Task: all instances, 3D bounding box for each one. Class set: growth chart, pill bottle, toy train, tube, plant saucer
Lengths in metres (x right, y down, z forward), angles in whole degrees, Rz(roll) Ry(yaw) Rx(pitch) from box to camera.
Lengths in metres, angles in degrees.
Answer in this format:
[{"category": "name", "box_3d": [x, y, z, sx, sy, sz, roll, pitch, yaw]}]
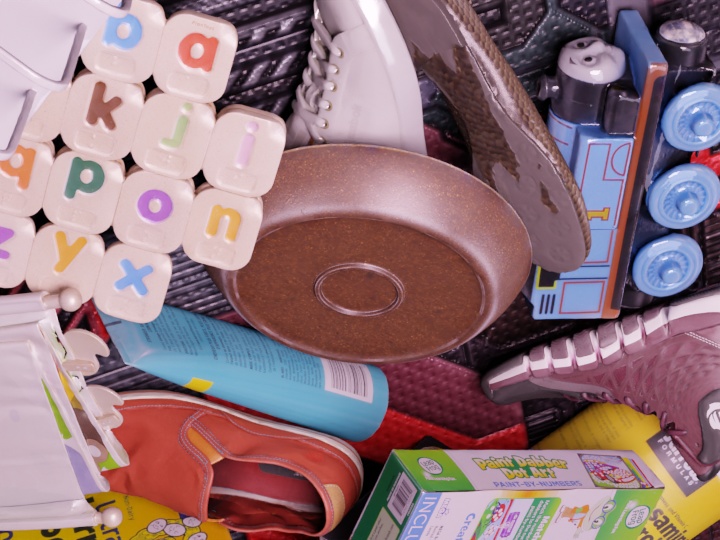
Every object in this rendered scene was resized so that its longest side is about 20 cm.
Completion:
[{"category": "growth chart", "box_3d": [-0.207, 0.089, 1.238, 0.144, 0.018, 0.200, 0, 129, 9]}, {"category": "pill bottle", "box_3d": [0.196, 0.130, 1.399, 0.200, 0.112, 0.112, -37, 129, 8]}, {"category": "toy train", "box_3d": [0.155, -0.061, 1.262, 0.114, 0.087, 0.201, -3, 126, -12]}, {"category": "tube", "box_3d": [-0.072, 0.058, 1.273, 0.200, 0.077, 0.050, 20, 107, -36]}, {"category": "plant saucer", "box_3d": [0.000, 0.000, 1.220, 0.199, 0.035, 0.201, 5, 145, 3]}]

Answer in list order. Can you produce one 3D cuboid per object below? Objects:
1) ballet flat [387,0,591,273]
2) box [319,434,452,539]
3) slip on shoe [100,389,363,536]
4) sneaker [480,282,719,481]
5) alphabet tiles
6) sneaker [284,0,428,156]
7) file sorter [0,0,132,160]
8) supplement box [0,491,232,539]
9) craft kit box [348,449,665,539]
[{"category": "ballet flat", "box_3d": [0.079, -0.088, 1.200, 0.067, 0.046, 0.200, -20, 109, 42]}, {"category": "box", "box_3d": [-0.001, 0.226, 1.378, 0.160, 0.044, 0.200, -36, 151, -55]}, {"category": "slip on shoe", "box_3d": [-0.099, 0.122, 1.279, 0.199, 0.061, 0.074, 10, 117, 6]}, {"category": "sneaker", "box_3d": [0.177, 0.085, 1.320, 0.199, 0.116, 0.076, -20, 179, 28]}, {"category": "alphabet tiles", "box_3d": [-0.147, -0.065, 1.143, 0.199, 0.015, 0.196, 15, 121, -6]}, {"category": "sneaker", "box_3d": [-0.012, -0.091, 1.179, 0.084, 0.073, 0.200, -21, 131, -9]}, {"category": "file sorter", "box_3d": [-0.219, -0.107, 1.032, 0.139, 0.125, 0.200, 36, 109, -16]}, {"category": "supplement box", "box_3d": [-0.174, 0.217, 1.324, 0.199, 0.109, 0.110, -16, 130, -10]}, {"category": "craft kit box", "box_3d": [0.067, 0.199, 1.284, 0.197, 0.049, 0.200, 6, 121, -35]}]
